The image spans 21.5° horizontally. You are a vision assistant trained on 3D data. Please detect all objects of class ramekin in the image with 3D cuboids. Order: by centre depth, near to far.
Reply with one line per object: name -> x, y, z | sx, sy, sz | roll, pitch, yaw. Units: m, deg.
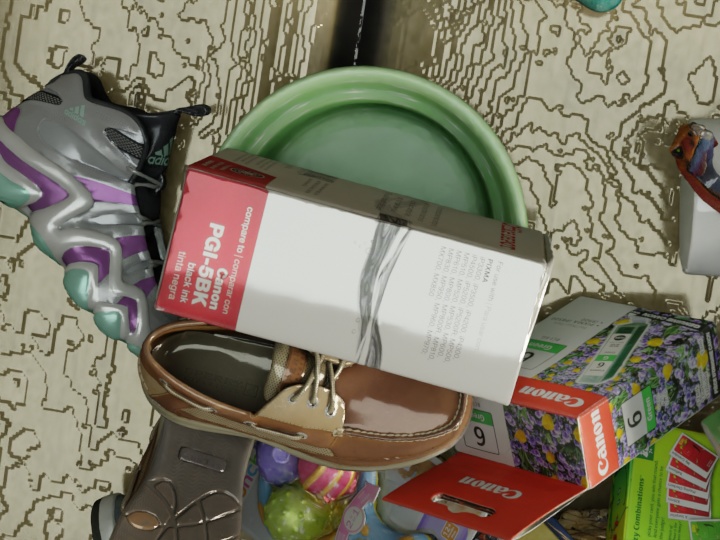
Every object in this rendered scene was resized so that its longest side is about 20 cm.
ramekin -> 0.004, -0.025, 1.173 | 0.198, 0.098, 0.202 | 0, 95, 4

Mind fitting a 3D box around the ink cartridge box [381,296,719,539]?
ink cartridge box -> 0.112, 0.082, 1.114 | 0.109, 0.199, 0.051 | 11, 120, 45

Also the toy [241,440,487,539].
toy -> -0.023, 0.137, 1.163 | 0.200, 0.047, 0.116 | 33, 97, 35

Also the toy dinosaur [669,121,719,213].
toy dinosaur -> 0.239, -0.021, 1.022 | 0.181, 0.105, 0.201 | 2, 69, 45

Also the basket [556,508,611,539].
basket -> 0.186, 0.243, 1.202 | 0.199, 0.149, 0.143 | 19, 63, 2

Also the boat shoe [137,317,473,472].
boat shoe -> -0.035, 0.068, 1.085 | 0.198, 0.072, 0.076 | 5, 71, 7

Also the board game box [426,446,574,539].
board game box -> 0.059, 0.187, 1.150 | 0.035, 0.200, 0.136 | 34, 99, -39

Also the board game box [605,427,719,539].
board game box -> 0.194, 0.197, 1.116 | 0.101, 0.048, 0.201 | 12, 63, -2

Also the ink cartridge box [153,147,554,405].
ink cartridge box -> 0.000, 0.000, 1.052 | 0.199, 0.147, 0.084 | 15, 98, 3

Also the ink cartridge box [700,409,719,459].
ink cartridge box -> 0.315, 0.100, 1.059 | 0.199, 0.088, 0.146 | -32, 93, 4

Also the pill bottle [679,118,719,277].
pill bottle -> 0.296, -0.040, 1.142 | 0.198, 0.116, 0.117 | 2, 95, 4

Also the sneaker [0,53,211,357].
sneaker -> -0.138, -0.047, 1.192 | 0.140, 0.078, 0.200 | -41, 92, 7

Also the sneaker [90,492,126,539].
sneaker -> -0.082, 0.215, 1.206 | 0.120, 0.084, 0.201 | -25, 101, 11

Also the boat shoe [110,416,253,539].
boat shoe -> -0.109, 0.148, 1.146 | 0.075, 0.072, 0.201 | 24, 61, -6

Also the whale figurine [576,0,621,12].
whale figurine -> 0.143, -0.237, 1.141 | 0.198, 0.104, 0.160 | -3, 94, 4
